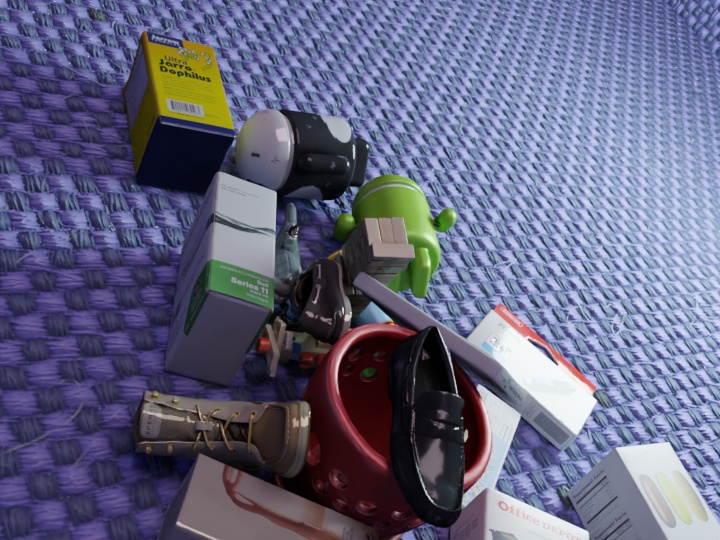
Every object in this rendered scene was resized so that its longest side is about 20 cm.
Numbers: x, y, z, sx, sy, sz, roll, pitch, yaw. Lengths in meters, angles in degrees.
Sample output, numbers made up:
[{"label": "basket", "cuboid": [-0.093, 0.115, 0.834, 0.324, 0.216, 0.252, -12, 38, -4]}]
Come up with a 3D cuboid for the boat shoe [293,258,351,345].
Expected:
[{"label": "boat shoe", "cuboid": [-0.053, 0.027, 1.057, 0.056, 0.068, 0.200, 16, 15, -15]}]

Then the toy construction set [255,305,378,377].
[{"label": "toy construction set", "cuboid": [-0.047, 0.107, 1.100, 0.198, 0.092, 0.132, 23, 38, -31]}]

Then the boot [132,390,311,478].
[{"label": "boot", "cuboid": [-0.141, 0.157, 0.900, 0.152, 0.200, 0.073, 14, 73, -21]}]

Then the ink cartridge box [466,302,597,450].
[{"label": "ink cartridge box", "cuboid": [0.252, 0.136, 1.316, 0.199, 0.045, 0.176, 41, 39, 8]}]

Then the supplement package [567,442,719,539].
[{"label": "supplement package", "cuboid": [0.369, 0.332, 1.139, 0.112, 0.110, 0.202, 2, 48, -34]}]

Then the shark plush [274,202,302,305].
[{"label": "shark plush", "cuboid": [-0.088, -0.019, 1.192, 0.090, 0.084, 0.201, 21, 37, 1]}]

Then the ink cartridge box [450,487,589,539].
[{"label": "ink cartridge box", "cuboid": [0.173, 0.359, 0.988, 0.143, 0.085, 0.202, 26, 39, -12]}]

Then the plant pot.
[{"label": "plant pot", "cuboid": [0.015, 0.190, 0.972, 0.198, 0.183, 0.202, 20, 40, -17]}]

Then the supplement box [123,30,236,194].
[{"label": "supplement box", "cuboid": [-0.255, -0.220, 1.270, 0.108, 0.109, 0.202, 7, 46, -30]}]

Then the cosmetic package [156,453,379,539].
[{"label": "cosmetic package", "cuboid": [-0.092, 0.271, 0.876, 0.198, 0.104, 0.088, 27, 37, -12]}]

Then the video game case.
[{"label": "video game case", "cuboid": [0.097, 0.083, 1.071, 0.199, 0.022, 0.182, 34, -4, 25]}]

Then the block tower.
[{"label": "block tower", "cuboid": [0.000, 0.000, 1.110, 0.053, 0.200, 0.059, -1, 68, -23]}]

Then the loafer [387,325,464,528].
[{"label": "loafer", "cuboid": [0.065, 0.140, 0.859, 0.067, 0.071, 0.203, 17, 42, -23]}]

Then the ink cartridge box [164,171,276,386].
[{"label": "ink cartridge box", "cuboid": [-0.161, 0.007, 1.069, 0.082, 0.147, 0.202, 17, 42, -20]}]

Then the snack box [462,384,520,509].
[{"label": "snack box", "cuboid": [0.147, 0.229, 1.157, 0.071, 0.024, 0.200, 36, 38, 1]}]

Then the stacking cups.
[{"label": "stacking cups", "cuboid": [0.019, 0.063, 1.209, 0.060, 0.061, 0.201, -11, 56, -42]}]

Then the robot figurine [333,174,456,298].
[{"label": "robot figurine", "cuboid": [0.049, -0.053, 1.309, 0.172, 0.117, 0.202, -5, 47, -6]}]

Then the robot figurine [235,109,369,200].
[{"label": "robot figurine", "cuboid": [-0.085, -0.165, 1.327, 0.197, 0.150, 0.127, 2, 63, -33]}]
